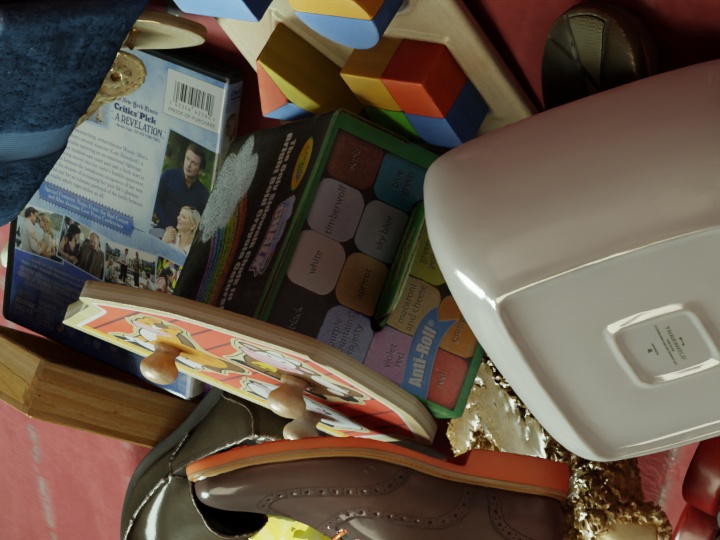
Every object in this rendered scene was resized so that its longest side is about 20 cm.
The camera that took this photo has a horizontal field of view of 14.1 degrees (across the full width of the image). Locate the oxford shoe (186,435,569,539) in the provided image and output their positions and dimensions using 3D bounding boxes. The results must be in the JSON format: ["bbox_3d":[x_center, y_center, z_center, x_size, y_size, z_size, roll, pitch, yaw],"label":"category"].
[{"bbox_3d":[0.009,0.126,1.489,0.200,0.073,0.071,5,169,-8],"label":"oxford shoe"}]

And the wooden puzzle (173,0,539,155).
[{"bbox_3d":[-0.020,-0.122,1.451,0.185,0.046,0.200,12,148,40],"label":"wooden puzzle"}]

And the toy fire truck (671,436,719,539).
[{"bbox_3d":[0.209,0.176,1.571,0.112,0.168,0.200,26,155,15],"label":"toy fire truck"}]

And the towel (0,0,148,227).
[{"bbox_3d":[-0.185,-0.085,1.481,0.049,0.112,0.200,59,135,26],"label":"towel"}]

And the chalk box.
[{"bbox_3d":[0.000,0.000,1.499,0.124,0.125,0.200,25,169,-20],"label":"chalk box"}]

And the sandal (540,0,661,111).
[{"bbox_3d":[0.119,-0.056,1.402,0.082,0.055,0.200,32,142,28],"label":"sandal"}]

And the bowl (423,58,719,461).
[{"bbox_3d":[0.143,0.011,1.353,0.200,0.075,0.200,-17,132,21],"label":"bowl"}]

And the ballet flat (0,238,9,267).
[{"bbox_3d":[-0.221,-0.040,1.826,0.200,0.074,0.074,39,155,-13],"label":"ballet flat"}]

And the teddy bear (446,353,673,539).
[{"bbox_3d":[0.105,0.080,1.576,0.200,0.067,0.145,55,145,24],"label":"teddy bear"}]

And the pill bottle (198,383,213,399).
[{"bbox_3d":[-0.068,0.026,1.704,0.200,0.113,0.112,23,154,24],"label":"pill bottle"}]

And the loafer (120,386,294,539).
[{"bbox_3d":[-0.086,0.126,1.644,0.073,0.071,0.200,22,130,-12],"label":"loafer"}]

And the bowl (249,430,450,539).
[{"bbox_3d":[-0.028,0.172,1.801,0.200,0.200,0.108,17,107,32],"label":"bowl"}]

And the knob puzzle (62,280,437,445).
[{"bbox_3d":[-0.053,0.056,1.468,0.219,0.030,0.220,20,168,4],"label":"knob puzzle"}]

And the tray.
[{"bbox_3d":[-0.137,0.078,1.717,0.200,0.037,0.099,17,-175,-40],"label":"tray"}]

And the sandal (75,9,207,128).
[{"bbox_3d":[-0.166,-0.104,1.571,0.212,0.070,0.078,7,174,42],"label":"sandal"}]

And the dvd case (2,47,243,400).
[{"bbox_3d":[-0.137,-0.041,1.642,0.143,0.018,0.200,22,117,29],"label":"dvd case"}]
